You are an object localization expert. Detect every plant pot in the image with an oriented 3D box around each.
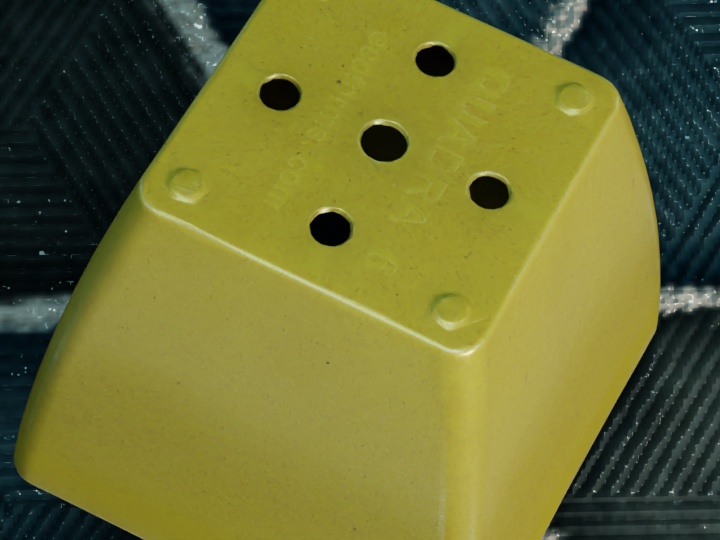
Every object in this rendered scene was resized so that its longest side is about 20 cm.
[{"bbox_3d":[0.000,0.000,1.108,0.200,0.176,0.200,25,58,11],"label":"plant pot"}]
